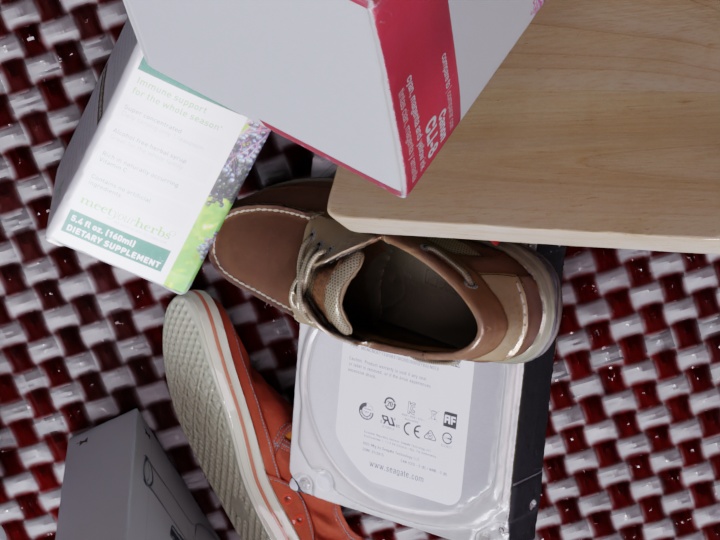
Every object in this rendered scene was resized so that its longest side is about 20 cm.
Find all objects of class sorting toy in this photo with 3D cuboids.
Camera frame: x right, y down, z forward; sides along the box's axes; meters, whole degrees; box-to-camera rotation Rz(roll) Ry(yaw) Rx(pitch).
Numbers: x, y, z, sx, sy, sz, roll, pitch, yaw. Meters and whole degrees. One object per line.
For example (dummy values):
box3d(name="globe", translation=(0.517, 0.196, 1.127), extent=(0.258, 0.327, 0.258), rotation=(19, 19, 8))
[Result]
box3d(name="sorting toy", translation=(0.108, -0.097, 0.920), extent=(0.199, 0.200, 0.070), rotation=(4, 160, 32))

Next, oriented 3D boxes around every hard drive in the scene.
box3d(name="hard drive", translation=(0.033, 0.033, 1.029), extent=(0.139, 0.038, 0.201), rotation=(14, 106, 31))

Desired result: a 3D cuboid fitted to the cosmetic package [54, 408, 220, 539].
box3d(name="cosmetic package", translation=(-0.109, 0.190, 1.079), extent=(0.052, 0.200, 0.151), rotation=(-26, 117, 10))

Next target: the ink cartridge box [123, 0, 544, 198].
box3d(name="ink cartridge box", translation=(0.008, -0.169, 0.839), extent=(0.145, 0.200, 0.145), rotation=(28, 159, 21))

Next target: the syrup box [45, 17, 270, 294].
box3d(name="syrup box", translation=(-0.081, -0.098, 0.996), extent=(0.079, 0.082, 0.200), rotation=(23, 116, -15))

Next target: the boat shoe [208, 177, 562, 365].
box3d(name="boat shoe", translation=(0.000, 0.000, 0.977), extent=(0.199, 0.072, 0.076), rotation=(11, 105, 34))

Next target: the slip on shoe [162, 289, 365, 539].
box3d(name="slip on shoe", translation=(-0.054, 0.094, 1.115), extent=(0.061, 0.074, 0.201), rotation=(-34, 113, -24))

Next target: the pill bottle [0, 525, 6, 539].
box3d(name="pill bottle", translation=(-0.269, 0.087, 1.072), extent=(0.104, 0.104, 0.200), rotation=(-23, 117, 9))
